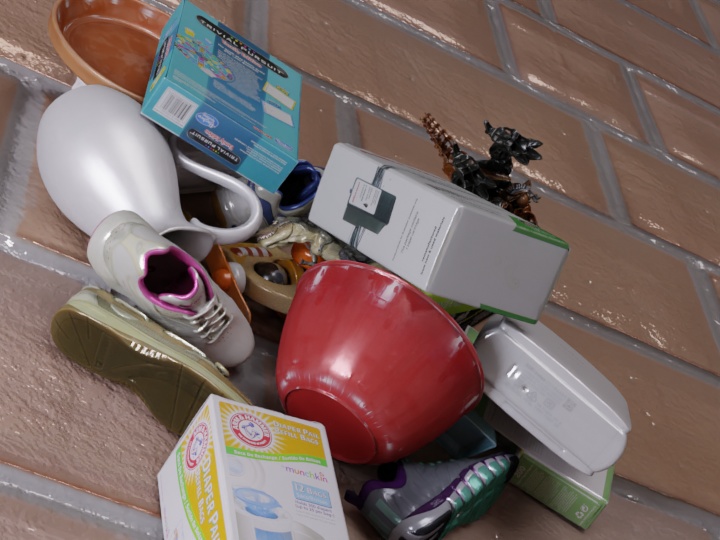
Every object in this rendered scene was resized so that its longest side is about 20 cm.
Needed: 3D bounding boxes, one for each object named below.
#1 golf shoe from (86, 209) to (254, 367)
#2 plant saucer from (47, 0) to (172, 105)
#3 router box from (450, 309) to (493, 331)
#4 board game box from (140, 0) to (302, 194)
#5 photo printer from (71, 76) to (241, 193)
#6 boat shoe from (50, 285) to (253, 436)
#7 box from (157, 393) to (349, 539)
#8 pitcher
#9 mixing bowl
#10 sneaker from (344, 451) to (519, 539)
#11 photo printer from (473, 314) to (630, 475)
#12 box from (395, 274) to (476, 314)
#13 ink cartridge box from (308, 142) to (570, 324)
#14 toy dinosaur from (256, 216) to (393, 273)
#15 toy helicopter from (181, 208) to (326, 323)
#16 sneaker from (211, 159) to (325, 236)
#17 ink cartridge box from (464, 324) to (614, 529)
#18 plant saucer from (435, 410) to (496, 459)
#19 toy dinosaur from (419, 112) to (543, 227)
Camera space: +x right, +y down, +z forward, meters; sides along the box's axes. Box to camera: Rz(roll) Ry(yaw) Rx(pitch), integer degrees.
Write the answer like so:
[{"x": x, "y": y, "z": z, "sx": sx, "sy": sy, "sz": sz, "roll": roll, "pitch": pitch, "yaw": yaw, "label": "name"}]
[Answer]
[{"x": -0.153, "y": 0.030, "z": 1.330, "sx": 0.091, "sy": 0.076, "sz": 0.200, "roll": 23, "pitch": -17, "yaw": 50, "label": "golf shoe"}, {"x": -0.228, "y": -0.217, "z": 1.568, "sx": 0.199, "sy": 0.032, "sz": 0.201, "roll": 25, "pitch": 31, "yaw": -16, "label": "plant saucer"}, {"x": 0.080, "y": -0.004, "z": 1.679, "sx": 0.150, "sy": 0.062, "sz": 0.200, "roll": 42, "pitch": 31, "yaw": 14, "label": "router box"}, {"x": -0.133, "y": -0.175, "z": 1.510, "sx": 0.150, "sy": 0.047, "sz": 0.200, "roll": 32, "pitch": 25, "yaw": -18, "label": "board game box"}, {"x": -0.197, "y": -0.154, "z": 1.608, "sx": 0.199, "sy": 0.070, "sz": 0.167, "roll": -10, "pitch": 52, "yaw": -50, "label": "photo printer"}, {"x": -0.168, "y": 0.081, "z": 1.308, "sx": 0.200, "sy": 0.073, "sz": 0.063, "roll": 29, "pitch": 34, "yaw": 4, "label": "boat shoe"}, {"x": -0.081, "y": 0.209, "z": 1.178, "sx": 0.112, "sy": 0.102, "sz": 0.201, "roll": 19, "pitch": 34, "yaw": -26, "label": "box"}, {"x": -0.202, "y": -0.084, "z": 1.436, "sx": 0.171, "sy": 0.122, "sz": 0.200, "roll": -22, "pitch": 62, "yaw": -25, "label": "pitcher"}, {"x": -0.002, "y": 0.100, "z": 1.358, "sx": 0.200, "sy": 0.200, "sz": 0.109, "roll": 36, "pitch": 57, "yaw": 3, "label": "mixing bowl"}, {"x": 0.070, "y": 0.190, "z": 1.389, "sx": 0.087, "sy": 0.075, "sz": 0.200, "roll": 39, "pitch": 29, "yaw": 20, "label": "sneaker"}, {"x": 0.181, "y": 0.109, "z": 1.458, "sx": 0.166, "sy": 0.070, "sz": 0.200, "roll": 40, "pitch": 8, "yaw": 4, "label": "photo printer"}, {"x": 0.079, "y": -0.013, "z": 1.578, "sx": 0.199, "sy": 0.048, "sz": 0.122, "roll": -10, "pitch": 54, "yaw": -40, "label": "box"}, {"x": 0.067, "y": -0.036, "z": 1.387, "sx": 0.146, "sy": 0.084, "sz": 0.200, "roll": 16, "pitch": 10, "yaw": -38, "label": "ink cartridge box"}, {"x": 0.000, "y": 0.000, "z": 1.446, "sx": 0.199, "sy": 0.048, "sz": 0.088, "roll": 19, "pitch": 36, "yaw": -19, "label": "toy dinosaur"}, {"x": -0.128, "y": -0.009, "z": 1.482, "sx": 0.199, "sy": 0.079, "sz": 0.132, "roll": 28, "pitch": 26, "yaw": 14, "label": "toy helicopter"}, {"x": -0.065, "y": -0.079, "z": 1.593, "sx": 0.200, "sy": 0.088, "sz": 0.076, "roll": -20, "pitch": 86, "yaw": -57, "label": "sneaker"}, {"x": 0.168, "y": 0.158, "z": 1.555, "sx": 0.199, "sy": 0.048, "sz": 0.146, "roll": 32, "pitch": 30, "yaw": -1, "label": "ink cartridge box"}, {"x": 0.043, "y": 0.102, "z": 1.432, "sx": 0.200, "sy": 0.070, "sz": 0.019, "roll": 42, "pitch": 56, "yaw": -10, "label": "plant saucer"}, {"x": 0.136, "y": -0.095, "z": 1.715, "sx": 0.199, "sy": 0.136, "sz": 0.102, "roll": 29, "pitch": 69, "yaw": 6, "label": "toy dinosaur"}]
